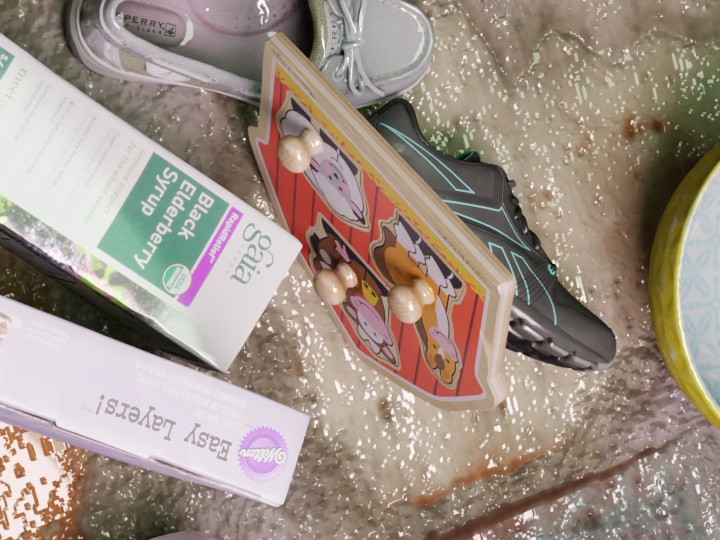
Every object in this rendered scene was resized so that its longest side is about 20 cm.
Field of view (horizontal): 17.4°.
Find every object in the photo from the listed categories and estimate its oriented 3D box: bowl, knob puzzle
[{"bbox_3d":[0.236,0.007,1.326,0.200,0.108,0.201,-1,92,-24],"label":"bowl"},{"bbox_3d":[0.000,0.000,1.180,0.030,0.220,0.220,-35,106,-20],"label":"knob puzzle"}]

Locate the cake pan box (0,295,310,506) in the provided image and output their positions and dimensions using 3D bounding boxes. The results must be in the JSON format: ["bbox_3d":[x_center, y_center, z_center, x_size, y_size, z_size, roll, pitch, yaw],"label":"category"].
[{"bbox_3d":[-0.142,0.054,1.113,0.200,0.184,0.052,22,84,-23],"label":"cake pan box"}]

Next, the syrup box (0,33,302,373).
[{"bbox_3d":[-0.136,-0.035,1.167,0.200,0.081,0.079,35,80,-21],"label":"syrup box"}]

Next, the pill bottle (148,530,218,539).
[{"bbox_3d":[-0.072,0.242,1.196,0.112,0.112,0.200,-36,106,-19],"label":"pill bottle"}]

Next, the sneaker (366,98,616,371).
[{"bbox_3d":[0.069,-0.014,1.267,0.200,0.075,0.079,34,77,-23],"label":"sneaker"}]

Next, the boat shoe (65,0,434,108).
[{"bbox_3d":[-0.048,-0.121,1.211,0.201,0.065,0.075,6,91,-25],"label":"boat shoe"}]
